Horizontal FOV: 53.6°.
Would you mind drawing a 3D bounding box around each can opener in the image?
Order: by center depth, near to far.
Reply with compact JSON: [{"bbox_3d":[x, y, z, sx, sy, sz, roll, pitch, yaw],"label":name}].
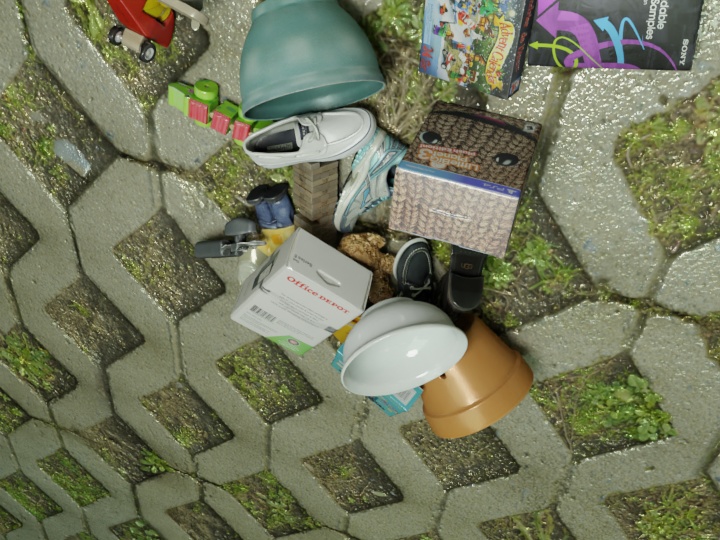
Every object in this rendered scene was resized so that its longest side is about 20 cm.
[{"bbox_3d":[-0.236,-0.058,1.279,0.200,0.053,0.067,-2,91,51],"label":"can opener"}]

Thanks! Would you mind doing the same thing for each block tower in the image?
[{"bbox_3d":[-0.074,-0.099,1.174,0.054,0.058,0.201,34,136,38],"label":"block tower"}]

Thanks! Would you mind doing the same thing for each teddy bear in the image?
[{"bbox_3d":[0.000,0.000,1.211,0.144,0.067,0.200,-19,144,19],"label":"teddy bear"}]

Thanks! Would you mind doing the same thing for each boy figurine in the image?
[{"bbox_3d":[-0.142,-0.054,1.259,0.124,0.065,0.201,-1,123,19],"label":"boy figurine"}]

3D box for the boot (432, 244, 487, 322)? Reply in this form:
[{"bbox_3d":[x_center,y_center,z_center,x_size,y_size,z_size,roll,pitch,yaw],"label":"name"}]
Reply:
[{"bbox_3d":[0.154,-0.001,1.139,0.069,0.201,0.174,16,164,-2],"label":"boot"}]

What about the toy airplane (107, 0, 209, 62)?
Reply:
[{"bbox_3d":[-0.317,-0.408,1.000,0.200,0.141,0.199,42,165,-29],"label":"toy airplane"}]

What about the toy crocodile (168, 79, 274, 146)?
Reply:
[{"bbox_3d":[-0.221,-0.247,1.139,0.199,0.062,0.068,25,133,4],"label":"toy crocodile"}]

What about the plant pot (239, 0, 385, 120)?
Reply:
[{"bbox_3d":[-0.076,-0.295,0.966,0.199,0.200,0.135,-9,95,30],"label":"plant pot"}]

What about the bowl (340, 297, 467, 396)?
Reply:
[{"bbox_3d":[0.056,0.104,1.085,0.200,0.091,0.201,-13,147,-9],"label":"bowl"}]

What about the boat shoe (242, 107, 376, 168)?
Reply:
[{"bbox_3d":[-0.076,-0.194,1.045,0.199,0.065,0.074,-16,81,16],"label":"boat shoe"}]

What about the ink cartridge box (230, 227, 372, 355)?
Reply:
[{"bbox_3d":[-0.096,0.040,1.143,0.145,0.084,0.200,31,140,-20],"label":"ink cartridge box"}]

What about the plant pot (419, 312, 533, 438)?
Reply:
[{"bbox_3d":[0.172,0.167,1.215,0.200,0.200,0.140,-26,103,37],"label":"plant pot"}]

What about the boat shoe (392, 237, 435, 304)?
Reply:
[{"bbox_3d":[0.096,0.033,1.207,0.075,0.060,0.201,-18,137,-13],"label":"boat shoe"}]

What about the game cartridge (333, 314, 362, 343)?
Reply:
[{"bbox_3d":[0.012,0.131,1.279,0.176,0.032,0.200,23,160,45],"label":"game cartridge"}]

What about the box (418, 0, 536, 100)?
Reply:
[{"bbox_3d":[0.148,-0.331,0.896,0.136,0.038,0.201,26,135,25],"label":"box"}]

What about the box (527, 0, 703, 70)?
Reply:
[{"bbox_3d":[0.306,-0.317,0.861,0.199,0.036,0.144,7,129,19],"label":"box"}]

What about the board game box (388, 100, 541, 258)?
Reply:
[{"bbox_3d":[0.146,-0.130,0.973,0.159,0.200,0.097,16,132,11],"label":"board game box"}]

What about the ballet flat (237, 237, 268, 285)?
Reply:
[{"bbox_3d":[-0.201,0.029,1.350,0.069,0.070,0.201,10,130,16],"label":"ballet flat"}]

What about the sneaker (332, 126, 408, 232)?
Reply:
[{"bbox_3d":[0.016,-0.126,1.121,0.086,0.078,0.200,24,133,0],"label":"sneaker"}]

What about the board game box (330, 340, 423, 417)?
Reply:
[{"bbox_3d":[0.023,0.186,1.252,0.151,0.047,0.200,41,166,5],"label":"board game box"}]
